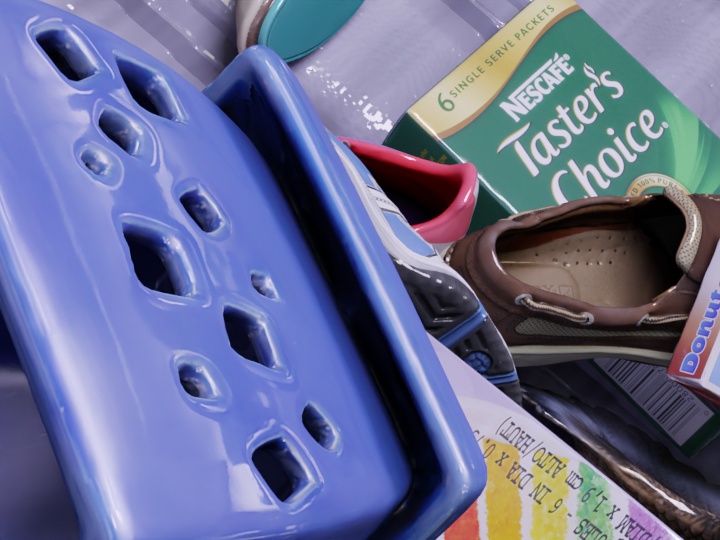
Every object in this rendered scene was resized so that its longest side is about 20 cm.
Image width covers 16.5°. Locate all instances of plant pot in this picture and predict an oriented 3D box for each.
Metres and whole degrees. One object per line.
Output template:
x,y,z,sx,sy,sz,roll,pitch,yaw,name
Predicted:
-0.088,0.046,0.773,0.179,0.200,0.201,-2,56,-45,plant pot

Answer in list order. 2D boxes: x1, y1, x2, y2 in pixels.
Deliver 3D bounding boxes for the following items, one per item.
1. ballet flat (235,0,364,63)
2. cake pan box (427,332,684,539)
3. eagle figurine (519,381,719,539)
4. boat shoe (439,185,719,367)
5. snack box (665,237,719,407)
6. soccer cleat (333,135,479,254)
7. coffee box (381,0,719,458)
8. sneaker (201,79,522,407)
-0.008,-0.158,1.141,0.069,0.070,0.200,46,52,7,ballet flat
0.011,0.131,0.873,0.200,0.052,0.184,40,80,18,cake pan box
0.149,0.124,1.010,0.152,0.199,0.152,-17,106,-66,eagle figurine
0.129,0.000,1.039,0.201,0.075,0.075,-10,67,-24,boat shoe
0.213,0.050,1.062,0.200,0.024,0.072,28,82,-37,snack box
-0.048,-0.037,1.035,0.199,0.077,0.067,11,57,-18,soccer cleat
0.117,-0.025,1.120,0.200,0.044,0.123,45,55,7,coffee box
0.000,0.000,0.981,0.200,0.075,0.077,55,12,-23,sneaker
